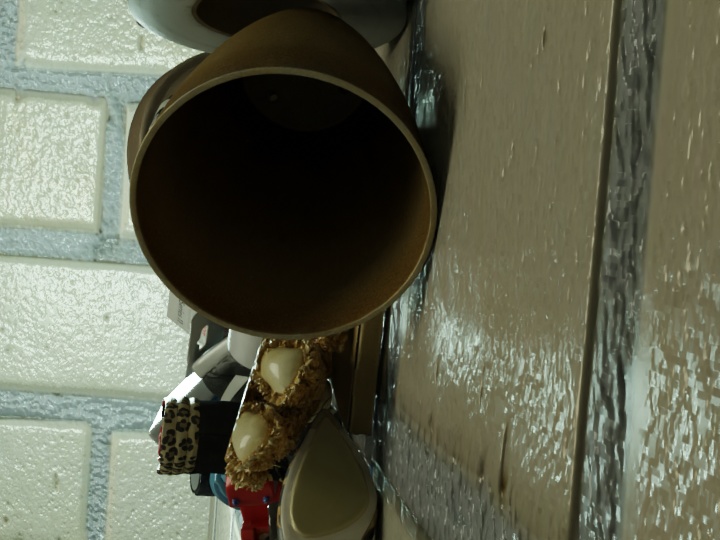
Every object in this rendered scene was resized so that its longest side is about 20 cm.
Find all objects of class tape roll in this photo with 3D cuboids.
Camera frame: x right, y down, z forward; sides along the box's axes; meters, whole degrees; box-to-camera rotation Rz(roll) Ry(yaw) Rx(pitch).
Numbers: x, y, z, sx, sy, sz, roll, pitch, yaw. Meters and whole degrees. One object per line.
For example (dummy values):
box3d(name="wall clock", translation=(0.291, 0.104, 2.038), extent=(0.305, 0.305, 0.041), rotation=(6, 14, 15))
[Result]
box3d(name="tape roll", translation=(-0.063, -0.246, 1.131), extent=(0.203, 0.201, 0.141), rotation=(127, 146, -76))

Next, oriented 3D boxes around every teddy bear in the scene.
box3d(name="teddy bear", translation=(-0.052, 0.092, 1.151), extent=(0.200, 0.066, 0.146), rotation=(117, 172, -76))

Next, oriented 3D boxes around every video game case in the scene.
box3d(name="video game case", translation=(-0.130, 0.086, 1.604), extent=(0.200, 0.023, 0.182), rotation=(-44, 5, 2))

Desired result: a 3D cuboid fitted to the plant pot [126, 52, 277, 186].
box3d(name="plant pot", translation=(-0.083, -0.111, 1.373), extent=(0.174, 0.199, 0.202), rotation=(-23, 61, 61))

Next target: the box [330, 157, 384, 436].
box3d(name="box", translation=(0.000, 0.000, 1.190), extent=(0.164, 0.021, 0.202), rotation=(-112, 27, -73))

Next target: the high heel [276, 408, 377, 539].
box3d(name="high heel", translation=(-0.029, 0.213, 1.129), extent=(0.143, 0.071, 0.202), rotation=(105, 164, -58))

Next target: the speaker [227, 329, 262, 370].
box3d(name="speaker", translation=(-0.056, -0.021, 1.249), extent=(0.081, 0.080, 0.201), rotation=(-99, 16, -59))

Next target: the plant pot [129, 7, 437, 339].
box3d(name="plant pot", translation=(-0.043, -0.087, 1.035), extent=(0.201, 0.185, 0.188), rotation=(-85, 4, -59))

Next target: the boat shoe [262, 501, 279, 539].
box3d(name="boat shoe", translation=(-0.059, 0.246, 1.304), extent=(0.075, 0.073, 0.201), rotation=(-95, 12, -49))

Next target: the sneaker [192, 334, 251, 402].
box3d(name="sneaker", translation=(-0.058, 0.079, 1.445), extent=(0.200, 0.112, 0.073), rotation=(-37, 3, 42))

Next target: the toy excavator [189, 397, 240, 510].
box3d(name="toy excavator", translation=(-0.096, 0.156, 1.630), extent=(0.200, 0.099, 0.196), rotation=(-172, 88, -69))

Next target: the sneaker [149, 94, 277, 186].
box3d(name="sneaker", translation=(-0.079, -0.052, 1.144), extent=(0.200, 0.080, 0.074), rotation=(51, 133, 16))

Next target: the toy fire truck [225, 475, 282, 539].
box3d(name="toy fire truck", translation=(-0.089, 0.268, 1.461), extent=(0.141, 0.048, 0.201), rotation=(-82, -16, -59))

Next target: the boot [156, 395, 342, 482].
box3d(name="boot", translation=(-0.096, 0.147, 1.348), extent=(0.200, 0.149, 0.074), rotation=(138, 136, -80))

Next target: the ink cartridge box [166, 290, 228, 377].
box3d(name="ink cartridge box", translation=(-0.122, -0.003, 1.531), extent=(0.200, 0.067, 0.117), rotation=(-45, -17, -32))
